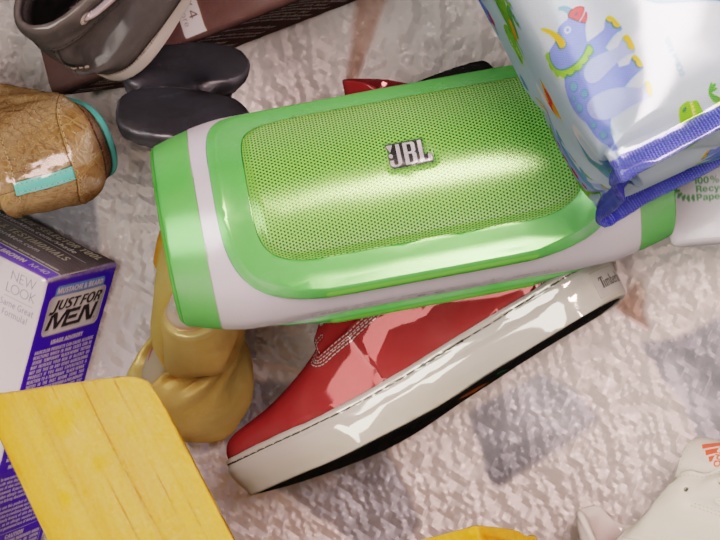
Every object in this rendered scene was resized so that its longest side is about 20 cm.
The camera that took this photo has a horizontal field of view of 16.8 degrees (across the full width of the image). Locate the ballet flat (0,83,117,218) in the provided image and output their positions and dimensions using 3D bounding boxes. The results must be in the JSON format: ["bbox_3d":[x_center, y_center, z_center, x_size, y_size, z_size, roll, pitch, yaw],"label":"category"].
[{"bbox_3d":[-0.189,-0.055,1.117,0.200,0.072,0.068,17,129,51],"label":"ballet flat"}]

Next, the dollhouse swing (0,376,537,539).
[{"bbox_3d":[-0.030,0.117,1.050,0.175,0.200,0.182,-28,60,-4],"label":"dollhouse swing"}]

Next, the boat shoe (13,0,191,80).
[{"bbox_3d":[-0.073,-0.169,0.989,0.067,0.057,0.201,37,101,35],"label":"boat shoe"}]

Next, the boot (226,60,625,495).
[{"bbox_3d":[0.000,0.000,1.067,0.200,0.072,0.145,-34,81,21],"label":"boot"}]

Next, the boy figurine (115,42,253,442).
[{"bbox_3d":[-0.077,-0.006,1.089,0.064,0.125,0.201,1,132,-4],"label":"boy figurine"}]

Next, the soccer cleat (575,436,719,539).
[{"bbox_3d":[0.170,0.094,0.989,0.200,0.069,0.078,-32,80,32],"label":"soccer cleat"}]

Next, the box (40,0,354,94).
[{"bbox_3d":[-0.056,-0.153,1.068,0.199,0.075,0.101,-19,88,29],"label":"box"}]

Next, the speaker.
[{"bbox_3d":[0.020,-0.031,0.968,0.199,0.088,0.089,-11,94,-2],"label":"speaker"}]

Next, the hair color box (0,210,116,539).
[{"bbox_3d":[-0.201,0.069,1.194,0.109,0.065,0.201,25,108,24],"label":"hair color box"}]

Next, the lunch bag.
[{"bbox_3d":[0.137,-0.138,0.889,0.199,0.127,0.171,-29,83,-1],"label":"lunch bag"}]

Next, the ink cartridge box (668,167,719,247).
[{"bbox_3d":[0.206,-0.115,0.945,0.199,0.041,0.201,-3,96,29],"label":"ink cartridge box"}]
